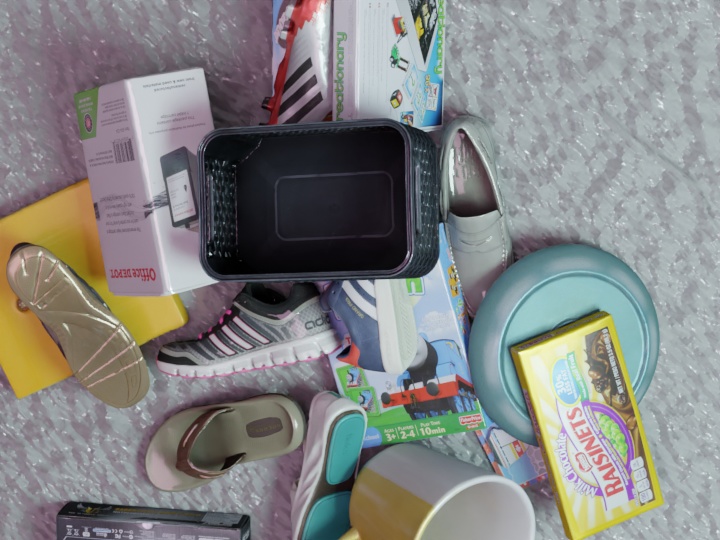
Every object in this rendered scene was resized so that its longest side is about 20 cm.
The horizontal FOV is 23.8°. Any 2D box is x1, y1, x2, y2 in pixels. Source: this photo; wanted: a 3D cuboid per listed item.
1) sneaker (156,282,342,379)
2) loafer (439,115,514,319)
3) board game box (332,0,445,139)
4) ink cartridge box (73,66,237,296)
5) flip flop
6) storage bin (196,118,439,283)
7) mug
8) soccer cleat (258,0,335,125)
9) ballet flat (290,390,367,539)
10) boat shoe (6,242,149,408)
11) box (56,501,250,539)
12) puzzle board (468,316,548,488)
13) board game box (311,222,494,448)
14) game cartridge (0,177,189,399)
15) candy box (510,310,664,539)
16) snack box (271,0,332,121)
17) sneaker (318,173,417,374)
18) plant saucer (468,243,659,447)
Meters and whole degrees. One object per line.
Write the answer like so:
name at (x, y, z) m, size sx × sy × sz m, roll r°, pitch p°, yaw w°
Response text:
sneaker at (-0.115, 0.056, 1.688) m, size 0.198 × 0.074 × 0.088 m, roll -11°, pitch 88°, yaw 24°
loafer at (0.107, -0.047, 1.638) m, size 0.069 × 0.070 × 0.202 m, roll -8°, pitch 97°, yaw 14°
board game box at (0.029, -0.228, 1.593) m, size 0.034 × 0.126 × 0.202 m, roll 11°, pitch 104°, yaw 42°
ink cartridge box at (-0.196, -0.082, 1.626) m, size 0.083 × 0.145 × 0.202 m, roll -13°, pitch 96°, yaw -29°
flip flop at (-0.143, 0.175, 1.710) m, size 0.199 × 0.057 × 0.082 m, roll -17°, pitch 97°, yaw 31°
storage bin at (-0.037, -0.059, 1.518) m, size 0.198 × 0.094 × 0.137 m, roll -2°, pitch 88°, yaw 17°
mug at (0.051, 0.240, 1.642) m, size 0.185 × 0.153 × 0.151 m, roll 0°, pitch 107°, yaw -35°
soccer cleat at (-0.039, -0.194, 1.602) m, size 0.084 × 0.069 × 0.202 m, roll 15°, pitch 106°, yaw -3°
ballet flat at (-0.038, 0.208, 1.712) m, size 0.069 × 0.070 × 0.202 m, roll 14°, pitch 116°, yaw 5°
boat shoe at (-0.279, 0.049, 1.690) m, size 0.072 × 0.065 × 0.200 m, roll -37°, pitch 113°, yaw 2°
box at (-0.215, 0.328, 1.770) m, size 0.198 × 0.048 × 0.160 m, roll 3°, pitch 102°, yaw 8°
puzzle board at (0.168, 0.106, 1.690) m, size 0.150 × 0.017 × 0.201 m, roll -26°, pitch 96°, yaw 12°
board game box at (0.037, 0.067, 1.670) m, size 0.150 × 0.037 × 0.202 m, roll -12°, pitch 98°, yaw 29°
game cartridge at (-0.298, 0.013, 1.734) m, size 0.199 × 0.032 × 0.177 m, roll -23°, pitch 97°, yaw 9°
candy box at (0.217, 0.149, 1.624) m, size 0.101 × 0.026 × 0.202 m, roll -20°, pitch 104°, yaw -9°
snack box at (-0.027, -0.181, 1.652) m, size 0.115 × 0.037 × 0.202 m, roll 2°, pitch 101°, yaw 8°
sneaker at (0.000, 0.000, 1.605) m, size 0.084 × 0.075 × 0.202 m, roll 2°, pitch 102°, yaw 22°
plant saucer at (0.201, 0.076, 1.635) m, size 0.198 × 0.027 × 0.202 m, roll -3°, pitch 100°, yaw -16°
